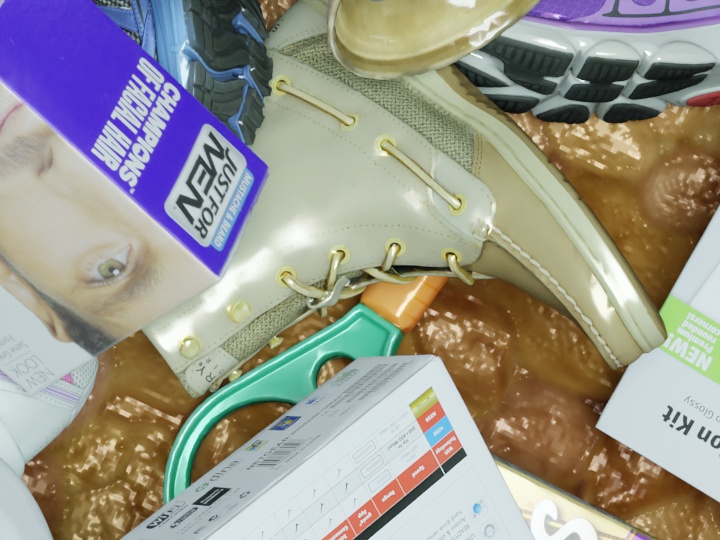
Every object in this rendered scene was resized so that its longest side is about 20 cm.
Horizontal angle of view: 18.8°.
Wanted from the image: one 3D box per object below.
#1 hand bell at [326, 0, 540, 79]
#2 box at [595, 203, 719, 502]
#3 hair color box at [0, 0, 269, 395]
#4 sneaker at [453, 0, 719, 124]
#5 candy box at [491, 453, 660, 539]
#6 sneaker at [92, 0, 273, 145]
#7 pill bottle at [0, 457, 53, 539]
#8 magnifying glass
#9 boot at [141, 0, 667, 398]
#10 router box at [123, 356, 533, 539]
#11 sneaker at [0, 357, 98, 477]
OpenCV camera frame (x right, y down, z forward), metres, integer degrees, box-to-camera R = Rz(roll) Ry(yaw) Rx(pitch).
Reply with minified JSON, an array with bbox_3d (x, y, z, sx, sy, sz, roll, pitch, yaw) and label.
[{"bbox_3d":[-0.014,-0.176,0.792,0.104,0.104,0.200,-32,65,-4],"label":"hand bell"},{"bbox_3d":[0.201,0.012,0.809,0.156,0.041,0.200,31,114,10],"label":"box"},{"bbox_3d":[-0.141,-0.057,0.725,0.200,0.065,0.109,42,132,-22],"label":"hair color box"},{"bbox_3d":[0.123,-0.107,0.852,0.200,0.081,0.084,-6,76,-13],"label":"sneaker"},{"bbox_3d":[0.086,0.154,0.845,0.200,0.056,0.117,26,89,-2],"label":"candy box"},{"bbox_3d":[-0.092,-0.114,0.815,0.078,0.075,0.200,-28,63,16],"label":"sneaker"},{"bbox_3d":[-0.211,0.127,0.759,0.200,0.113,0.113,-16,91,30],"label":"pill bottle"},{"bbox_3d":[-0.004,0.036,0.851,0.080,0.022,0.200,34,82,12],"label":"magnifying glass"},{"bbox_3d":[0.000,0.000,0.810,0.155,0.073,0.200,-43,69,-3],"label":"boot"},{"bbox_3d":[-0.015,0.156,0.723,0.200,0.049,0.180,-36,107,-31],"label":"router box"},{"bbox_3d":[-0.175,-0.002,0.818,0.088,0.081,0.200,-33,86,-38],"label":"sneaker"}]
